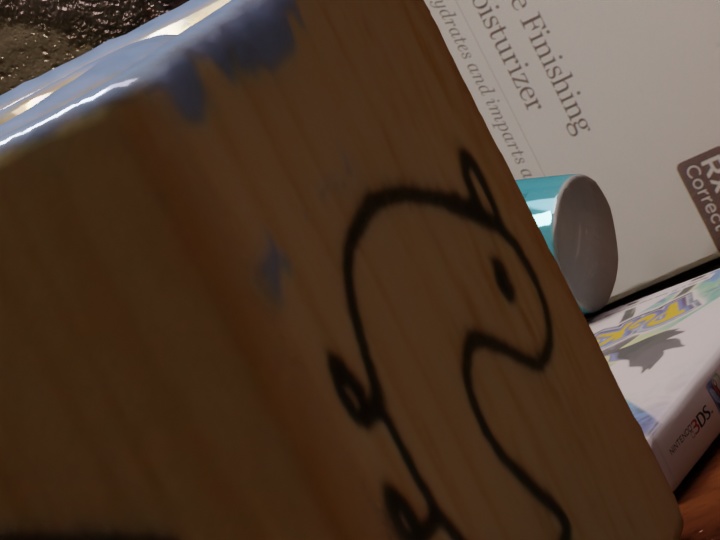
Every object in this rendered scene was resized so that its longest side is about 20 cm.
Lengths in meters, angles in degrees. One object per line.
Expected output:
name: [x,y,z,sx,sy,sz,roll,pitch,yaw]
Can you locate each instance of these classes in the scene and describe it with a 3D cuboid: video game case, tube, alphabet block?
video game case: [0.050,0.058,0.986,0.199,0.022,0.182,-22,11,33]
tube: [0.000,0.000,1.103,0.199,0.050,0.078,-8,56,32]
alphabet block: [-0.055,0.049,0.767,0.196,0.201,0.195,-24,10,25]

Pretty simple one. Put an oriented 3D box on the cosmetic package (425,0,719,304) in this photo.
cosmetic package: [0.124,-0.098,1.192,0.199,0.165,0.165,-25,9,26]
